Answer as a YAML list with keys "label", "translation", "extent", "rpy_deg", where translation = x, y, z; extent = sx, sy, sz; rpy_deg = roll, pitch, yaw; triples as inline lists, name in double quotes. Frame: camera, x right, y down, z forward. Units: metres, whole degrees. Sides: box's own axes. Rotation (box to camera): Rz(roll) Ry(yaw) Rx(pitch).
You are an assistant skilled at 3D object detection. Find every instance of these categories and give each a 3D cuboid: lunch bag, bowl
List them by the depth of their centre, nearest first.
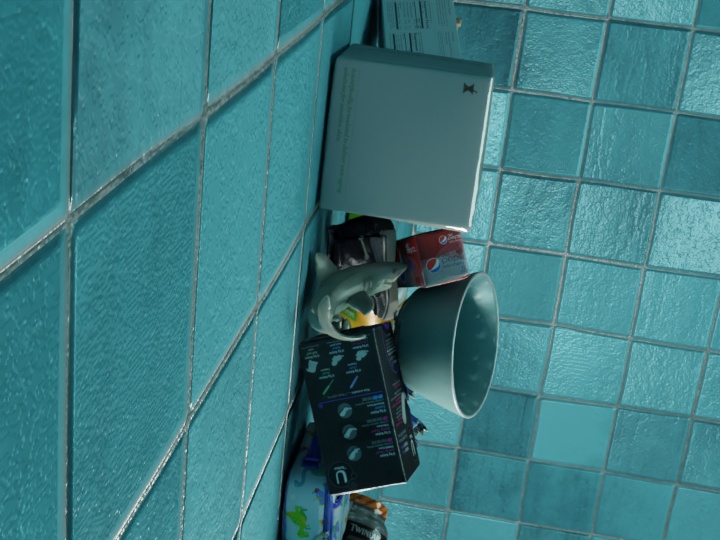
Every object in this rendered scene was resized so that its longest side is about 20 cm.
- label: "bowl"
  translation: [0.113, 0.098, 1.587]
  extent: [0.201, 0.105, 0.201]
  rpy_deg: [4, 90, -67]
- label: "lunch bag"
  translation: [-0.057, 0.310, 1.598]
  extent: [0.200, 0.082, 0.161]
  rpy_deg: [-70, 164, -70]

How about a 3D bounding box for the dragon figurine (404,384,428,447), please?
- label: "dragon figurine"
  translation: [0.045, 0.183, 1.621]
  extent: [0.099, 0.059, 0.200]
  rpy_deg: [54, 17, -58]

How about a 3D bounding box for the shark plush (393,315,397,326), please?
- label: "shark plush"
  translation: [0.063, 0.138, 1.728]
  extent: [0.091, 0.083, 0.200]
  rpy_deg: [61, -17, 20]

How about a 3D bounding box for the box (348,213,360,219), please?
- label: "box"
  translation: [0.017, -0.125, 1.870]
  extent: [0.122, 0.048, 0.200]
  rpy_deg: [92, 8, -56]

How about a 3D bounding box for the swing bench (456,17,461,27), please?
- label: "swing bench"
  translation: [0.124, -0.428, 2.137]
  extent: [0.200, 0.129, 0.200]
  rpy_deg: [99, 0, -74]

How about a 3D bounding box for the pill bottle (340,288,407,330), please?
- label: "pill bottle"
  translation: [0.016, 0.048, 1.782]
  extent: [0.111, 0.111, 0.200]
  rpy_deg: [-76, 172, -46]

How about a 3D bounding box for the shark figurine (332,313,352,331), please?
- label: "shark figurine"
  translation: [-0.027, 0.173, 1.681]
  extent: [0.128, 0.089, 0.215]
  rpy_deg: [57, 16, -46]

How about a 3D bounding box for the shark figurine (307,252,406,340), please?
- label: "shark figurine"
  translation: [-0.038, 0.024, 1.429]
  extent: [0.214, 0.128, 0.090]
  rpy_deg: [-45, 119, -61]

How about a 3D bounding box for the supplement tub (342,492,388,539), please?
- label: "supplement tub"
  translation: [-0.030, 0.449, 1.769]
  extent: [0.123, 0.122, 0.200]
  rpy_deg: [88, 18, -63]

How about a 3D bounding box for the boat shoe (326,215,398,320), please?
- label: "boat shoe"
  translation: [0.000, 0.000, 1.617]
  extent: [0.075, 0.092, 0.200]
  rpy_deg: [-113, -166, -45]

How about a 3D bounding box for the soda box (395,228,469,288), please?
- label: "soda box"
  translation: [0.089, -0.016, 1.549]
  extent: [0.200, 0.063, 0.070]
  rpy_deg: [173, -95, -80]

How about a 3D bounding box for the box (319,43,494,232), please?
- label: "box"
  translation: [0.063, -0.174, 1.473]
  extent: [0.171, 0.199, 0.200]
  rpy_deg: [-72, 170, -73]

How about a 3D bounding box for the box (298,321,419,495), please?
- label: "box"
  translation: [0.000, 0.176, 1.494]
  extent: [0.122, 0.106, 0.201]
  rpy_deg: [-8, 86, -78]

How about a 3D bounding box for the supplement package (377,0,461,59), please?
- label: "supplement package"
  translation: [0.087, -0.332, 1.745]
  extent: [0.156, 0.111, 0.200]
  rpy_deg: [90, -2, -57]
